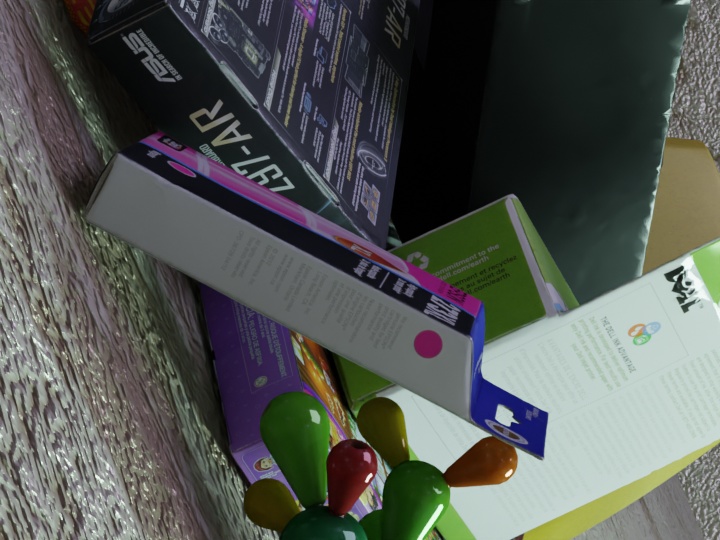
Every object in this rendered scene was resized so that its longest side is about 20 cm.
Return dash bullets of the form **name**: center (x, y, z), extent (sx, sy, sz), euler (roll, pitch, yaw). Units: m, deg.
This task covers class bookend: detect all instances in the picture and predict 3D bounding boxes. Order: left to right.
- **bookend**: center (0.073, -0.097, 1.349), extent (0.200, 0.092, 0.199), euler (-113, -155, -56)

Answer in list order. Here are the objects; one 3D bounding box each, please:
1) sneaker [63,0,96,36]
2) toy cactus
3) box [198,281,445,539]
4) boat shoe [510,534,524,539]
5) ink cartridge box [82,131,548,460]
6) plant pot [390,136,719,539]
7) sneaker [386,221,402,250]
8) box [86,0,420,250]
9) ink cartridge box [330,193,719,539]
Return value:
- **sneaker**: center (-0.087, -0.125, 1.285), extent (0.073, 0.077, 0.200), euler (68, 24, -2)
- **toy cactus**: center (0.013, 0.145, 1.060), extent (0.165, 0.102, 0.200), euler (-74, 153, -60)
- **box**: center (-0.007, 0.092, 1.231), extent (0.137, 0.039, 0.200), euler (-105, 167, -51)
- **boat shoe**: center (0.055, 0.096, 1.421), extent (0.072, 0.076, 0.200), euler (77, 23, -50)
- **ink cartridge box**: center (-0.009, 0.008, 1.105), extent (0.200, 0.037, 0.095), euler (30, 9, 1)
- **plant pot**: center (0.131, 0.033, 1.602), extent (0.200, 0.176, 0.200), euler (102, -31, -65)
- **sneaker**: center (0.000, 0.000, 1.449), extent (0.077, 0.078, 0.200), euler (51, 0, 12)
- **box**: center (-0.040, -0.113, 1.228), extent (0.160, 0.043, 0.200), euler (49, 31, -32)
- **ink cartridge box**: center (0.101, 0.030, 1.254), extent (0.148, 0.200, 0.076), euler (56, 11, -50)
